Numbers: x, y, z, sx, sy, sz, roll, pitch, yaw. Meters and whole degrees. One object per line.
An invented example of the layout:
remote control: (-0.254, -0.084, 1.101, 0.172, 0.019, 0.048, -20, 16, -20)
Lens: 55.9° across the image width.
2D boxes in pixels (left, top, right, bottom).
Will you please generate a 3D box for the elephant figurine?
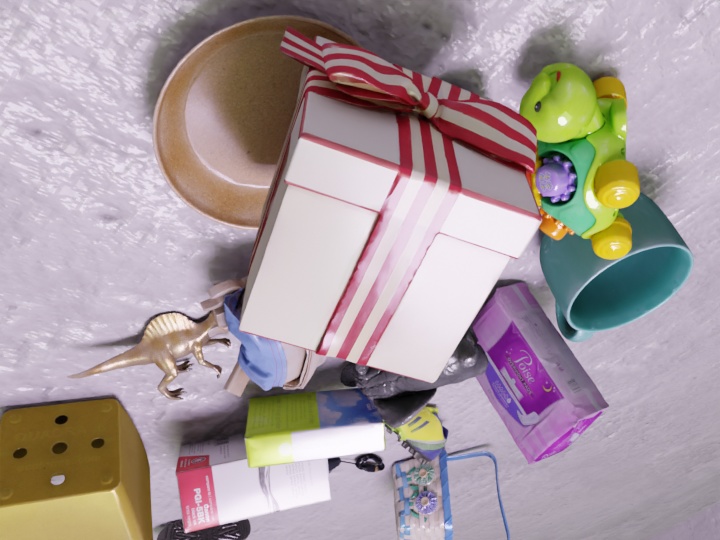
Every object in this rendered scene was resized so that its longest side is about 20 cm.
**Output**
elephant figurine: (0.049, 0.121, 0.838, 0.198, 0.143, 0.155, -32, 146, 11)

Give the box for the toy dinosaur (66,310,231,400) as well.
toy dinosaur: (-0.223, 0.094, 0.780, 0.197, 0.058, 0.102, -22, 128, -9)

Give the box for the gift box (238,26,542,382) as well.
gift box: (0.009, -0.064, 0.505, 0.182, 0.202, 0.188, 14, 128, -17)

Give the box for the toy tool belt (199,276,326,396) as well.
toy tool belt: (-0.102, 0.050, 0.692, 0.122, 0.125, 0.202, -31, 146, -20)

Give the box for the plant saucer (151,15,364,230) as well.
plant saucer: (-0.074, -0.122, 0.570, 0.197, 0.036, 0.202, -12, 136, -11)

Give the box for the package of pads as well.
package of pads: (0.214, 0.128, 0.869, 0.075, 0.202, 0.121, -6, 143, -35)

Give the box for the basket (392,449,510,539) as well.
basket: (0.159, 0.418, 1.216, 0.196, 0.178, 0.140, -3, 138, -2)

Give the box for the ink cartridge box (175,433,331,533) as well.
ink cartridge box: (-0.149, 0.280, 0.943, 0.196, 0.085, 0.147, -8, -179, -12)

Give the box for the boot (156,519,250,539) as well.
boot: (-0.294, 0.522, 1.254, 0.179, 0.074, 0.201, 3, 144, -22)

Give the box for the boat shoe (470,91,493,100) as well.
boat shoe: (0.095, -0.099, 0.678, 0.062, 0.073, 0.201, 21, 153, 19)

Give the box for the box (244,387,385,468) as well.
box: (-0.050, 0.200, 0.895, 0.196, 0.122, 0.049, -5, 103, -6)

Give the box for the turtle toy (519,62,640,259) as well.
turtle toy: (0.204, -0.110, 0.644, 0.099, 0.148, 0.201, -3, 144, 15)

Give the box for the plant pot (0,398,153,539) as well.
plant pot: (-0.358, 0.273, 0.826, 0.196, 0.201, 0.179, -3, 129, -19)

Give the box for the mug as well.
mug: (0.276, -0.011, 0.796, 0.184, 0.116, 0.151, -39, 138, 26)

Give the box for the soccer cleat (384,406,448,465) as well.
soccer cleat: (0.085, 0.238, 1.078, 0.084, 0.064, 0.201, -48, 137, -10)

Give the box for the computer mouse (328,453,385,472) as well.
computer mouse: (-0.034, 0.336, 1.153, 0.198, 0.034, 0.059, 13, 131, -35)
